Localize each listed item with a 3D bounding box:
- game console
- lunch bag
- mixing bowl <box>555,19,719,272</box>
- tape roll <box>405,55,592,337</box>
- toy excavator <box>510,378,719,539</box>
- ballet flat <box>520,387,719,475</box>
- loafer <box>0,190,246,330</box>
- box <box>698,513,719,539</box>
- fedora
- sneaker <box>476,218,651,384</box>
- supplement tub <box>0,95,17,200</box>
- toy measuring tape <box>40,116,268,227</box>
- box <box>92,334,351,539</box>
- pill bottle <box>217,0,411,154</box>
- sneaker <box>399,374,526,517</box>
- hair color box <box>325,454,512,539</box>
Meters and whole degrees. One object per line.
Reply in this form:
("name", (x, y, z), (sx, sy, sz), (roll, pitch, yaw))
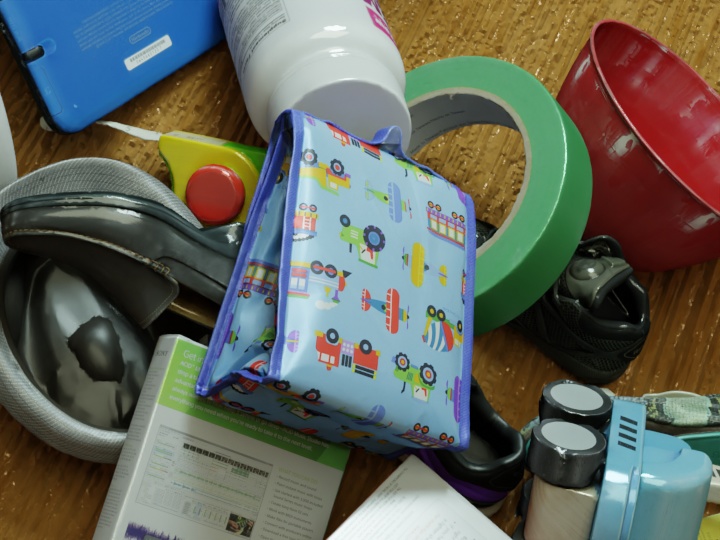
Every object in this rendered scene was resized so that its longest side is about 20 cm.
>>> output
("game console", (-0.217, -0.204, 1.296), (0.200, 0.118, 0.172), (-39, 112, -42))
("lunch bag", (0.000, 0.000, 1.119), (0.150, 0.094, 0.202), (22, 70, -30))
("mixing bowl", (0.204, -0.074, 1.311), (0.200, 0.108, 0.201), (34, 31, -24))
("tape roll", (0.062, -0.051, 1.244), (0.199, 0.048, 0.202), (-15, 57, 25))
("toy excavator", (0.207, 0.142, 1.178), (0.198, 0.101, 0.195), (13, 22, 7))
("ballet flat", (0.196, 0.114, 1.274), (0.198, 0.074, 0.075), (5, 64, -17))
("loafer", (-0.129, 0.000, 1.118), (0.198, 0.073, 0.073), (11, 73, -17))
("box", (0.179, 0.214, 1.212), (0.199, 0.075, 0.050), (-13, 69, -20))
("fedora", (-0.175, 0.035, 1.180), (0.176, 0.090, 0.201), (-33, 87, -24))
("sneaker", (0.121, -0.002, 1.273), (0.199, 0.114, 0.076), (32, 60, 3))
("supplement tub", (-0.337, -0.076, 1.154), (0.199, 0.145, 0.145), (-17, 72, -23))
("toy measuring tape", (-0.133, -0.063, 1.262), (0.198, 0.074, 0.074), (12, 62, 8))
("box", (-0.091, 0.157, 1.126), (0.144, 0.036, 0.201), (23, 79, -27))
("pill bottle", (-0.032, -0.149, 1.254), (0.112, 0.114, 0.201), (0, 39, -16))
("sneaker", (0.032, 0.083, 1.212), (0.199, 0.100, 0.070), (34, 59, 0))
("hair color box", (0.067, 0.222, 1.089), (0.200, 0.064, 0.111), (40, 54, 14))
